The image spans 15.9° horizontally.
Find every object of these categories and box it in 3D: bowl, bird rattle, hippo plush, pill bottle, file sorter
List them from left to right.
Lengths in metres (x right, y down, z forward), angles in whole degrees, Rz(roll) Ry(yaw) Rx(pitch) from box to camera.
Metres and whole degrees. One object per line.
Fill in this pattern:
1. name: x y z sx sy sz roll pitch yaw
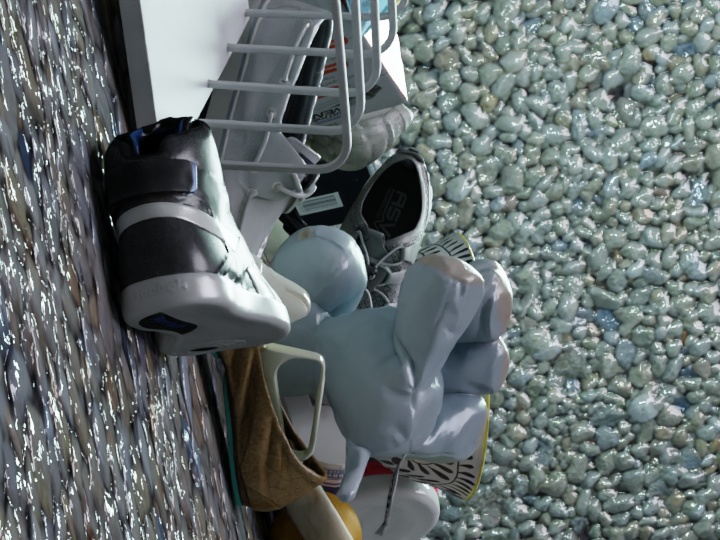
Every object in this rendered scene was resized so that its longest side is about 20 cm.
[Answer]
1. file sorter: -0.049 -0.161 1.490 0.200 0.124 0.139 -70 159 -55
2. bird rattle: -0.013 0.200 1.754 0.164 0.112 0.200 63 -1 3
3. hippo plush: -0.004 0.060 1.722 0.201 0.160 0.159 -62 153 -12
4. pill bottle: -0.004 0.116 2.058 0.111 0.110 0.201 74 6 -58
5. bowl: 0.030 0.073 1.926 0.201 0.094 0.202 179 -90 -81

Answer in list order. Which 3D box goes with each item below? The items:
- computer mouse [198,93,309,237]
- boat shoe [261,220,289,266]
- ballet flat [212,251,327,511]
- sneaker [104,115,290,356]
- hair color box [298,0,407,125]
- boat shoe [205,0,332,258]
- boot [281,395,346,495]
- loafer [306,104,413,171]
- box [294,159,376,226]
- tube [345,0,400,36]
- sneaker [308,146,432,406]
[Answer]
1. computer mouse: -0.074 -0.062 1.751 0.200 0.034 0.059 58 2 -33
2. boat shoe: -0.074 -0.001 1.865 0.063 0.072 0.200 -58 -165 12
3. ballet flat: -0.060 0.051 1.578 0.068 0.072 0.201 -85 164 -75
4. sneaker: -0.084 -0.021 1.342 0.200 0.073 0.113 56 24 -79
5. hair color box: -0.055 -0.174 1.751 0.200 0.110 0.064 54 26 -53
6. boat shoe: -0.058 -0.074 1.628 0.072 0.068 0.201 45 55 -68
7. boot: -0.046 0.102 1.880 0.201 0.072 0.091 -103 -159 -46
8. loafer: -0.045 -0.148 1.899 0.200 0.070 0.070 42 -32 25
9. box: -0.052 -0.144 2.206 0.200 0.103 0.183 67 11 -78
10. tube: 0.033 -0.223 1.770 0.200 0.050 0.078 -36 106 -52
11. sneaker: 0.000 0.000 1.829 0.082 0.074 0.201 99 6 -65
